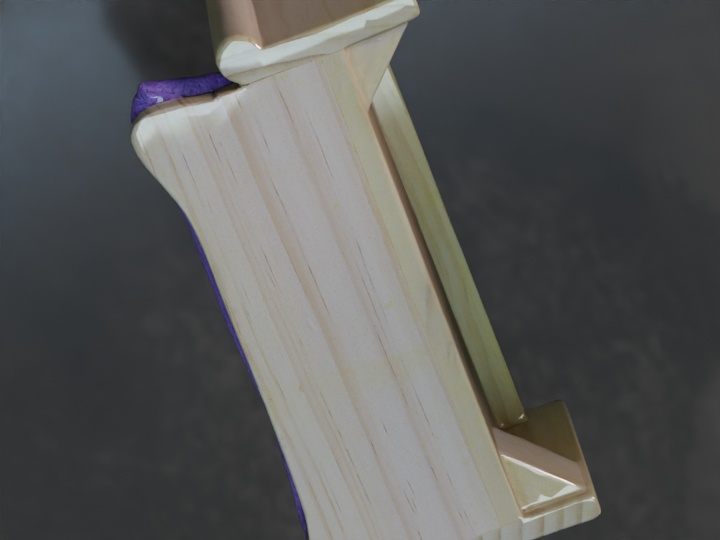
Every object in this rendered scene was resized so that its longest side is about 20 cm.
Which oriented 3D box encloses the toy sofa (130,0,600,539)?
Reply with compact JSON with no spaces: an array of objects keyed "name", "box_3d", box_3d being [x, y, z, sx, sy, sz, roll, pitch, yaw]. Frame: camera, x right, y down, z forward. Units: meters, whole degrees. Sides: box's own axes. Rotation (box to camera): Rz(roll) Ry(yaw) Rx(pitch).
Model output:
[{"name":"toy sofa","box_3d":[0.000,0.000,0.878,0.097,0.083,0.200,-21,111,4]}]
